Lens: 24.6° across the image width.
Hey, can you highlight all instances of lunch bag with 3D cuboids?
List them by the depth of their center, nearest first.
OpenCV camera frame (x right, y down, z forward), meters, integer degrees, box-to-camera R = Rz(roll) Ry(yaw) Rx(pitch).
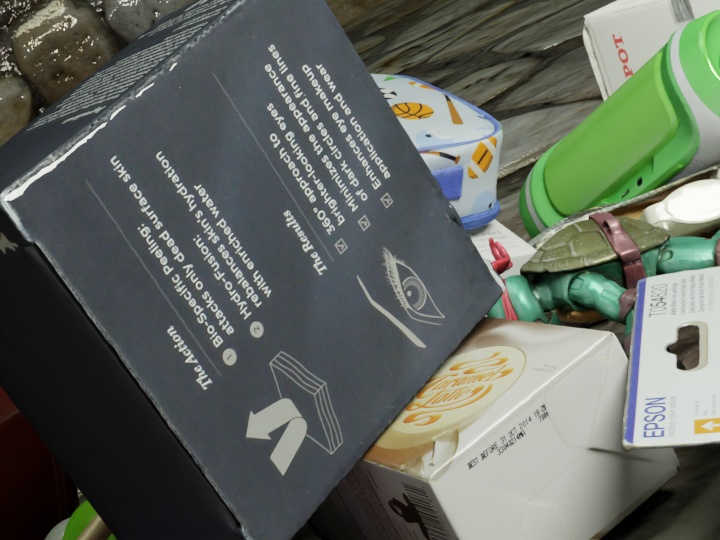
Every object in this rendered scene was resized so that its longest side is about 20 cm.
[{"bbox_3d":[-0.025,-0.060,0.959,0.200,0.076,0.160,-12,29,-28],"label":"lunch bag"}]

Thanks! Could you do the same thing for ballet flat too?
[{"bbox_3d":[0.163,-0.018,0.985,0.200,0.072,0.072,-20,15,14],"label":"ballet flat"}]

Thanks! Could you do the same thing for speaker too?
[{"bbox_3d":[0.183,-0.079,1.041,0.088,0.088,0.200,-37,-5,-39],"label":"speaker"}]

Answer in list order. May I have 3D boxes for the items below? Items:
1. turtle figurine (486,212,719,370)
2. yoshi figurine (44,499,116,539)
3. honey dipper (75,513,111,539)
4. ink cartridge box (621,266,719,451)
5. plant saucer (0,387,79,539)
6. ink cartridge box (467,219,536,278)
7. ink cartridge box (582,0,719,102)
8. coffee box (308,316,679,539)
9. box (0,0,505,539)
[{"bbox_3d":[0.142,0.017,0.877,0.200,0.101,0.150,-18,18,-2],"label":"turtle figurine"},{"bbox_3d":[-0.172,0.170,0.850,0.200,0.113,0.112,-29,25,-22],"label":"yoshi figurine"},{"bbox_3d":[-0.123,0.117,0.817,0.038,0.038,0.200,-8,35,50],"label":"honey dipper"},{"bbox_3d":[0.218,0.037,0.714,0.200,0.041,0.200,-10,18,16],"label":"ink cartridge box"},{"bbox_3d":[-0.230,0.149,0.910,0.037,0.200,0.200,33,49,30],"label":"plant saucer"},{"bbox_3d":[0.000,0.000,1.019,0.146,0.086,0.200,-9,26,-21],"label":"ink cartridge box"},{"bbox_3d":[0.257,-0.125,1.071,0.085,0.146,0.200,-28,14,-36],"label":"ink cartridge box"},{"bbox_3d":[0.044,0.085,0.807,0.114,0.080,0.200,-35,16,-20],"label":"coffee box"},{"bbox_3d":[-0.068,-0.003,0.765,0.117,0.197,0.200,-10,29,50],"label":"box"}]
